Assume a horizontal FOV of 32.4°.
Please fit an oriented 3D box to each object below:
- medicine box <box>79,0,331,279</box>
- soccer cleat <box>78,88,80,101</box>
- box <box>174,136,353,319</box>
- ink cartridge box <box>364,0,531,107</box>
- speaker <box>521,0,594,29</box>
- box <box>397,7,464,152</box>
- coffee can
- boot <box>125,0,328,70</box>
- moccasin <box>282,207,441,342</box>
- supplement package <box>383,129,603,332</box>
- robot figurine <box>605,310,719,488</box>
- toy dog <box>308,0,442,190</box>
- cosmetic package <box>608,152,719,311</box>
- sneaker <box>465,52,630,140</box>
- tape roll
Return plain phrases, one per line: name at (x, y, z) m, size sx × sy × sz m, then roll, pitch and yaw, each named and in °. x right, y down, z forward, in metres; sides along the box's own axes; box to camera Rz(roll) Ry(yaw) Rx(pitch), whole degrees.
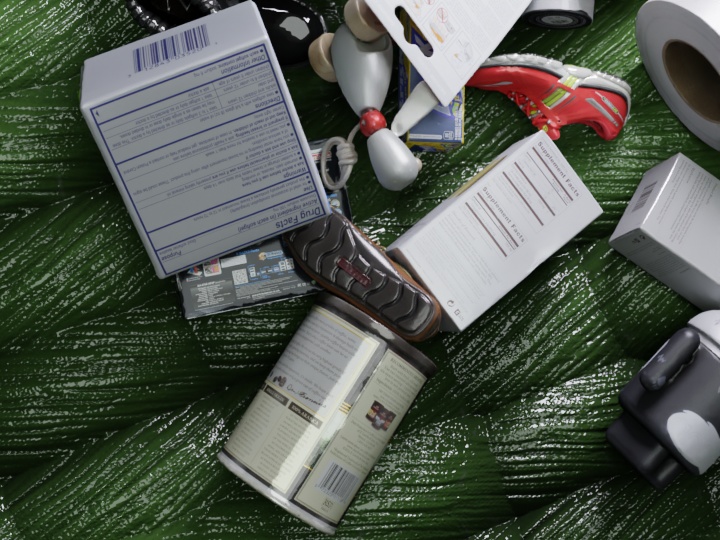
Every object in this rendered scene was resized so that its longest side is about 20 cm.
medicine box at (-0.147, -0.123, 1.183) m, size 0.180 × 0.103 × 0.202 m, roll -20°, pitch 123°, yaw 0°
soccer cleat at (-0.197, -0.162, 1.299) m, size 0.198 × 0.081 × 0.068 m, roll 16°, pitch 126°, yaw 9°
box at (-0.106, -0.044, 1.312) m, size 0.197 × 0.046 × 0.161 m, roll -12°, pitch 89°, yaw -9°
ink cartridge box at (0.083, -0.287, 1.260) m, size 0.160 × 0.047 × 0.201 m, roll 49°, pitch 63°, yaw -22°
speaker at (0.224, -0.374, 1.358) m, size 0.080 × 0.081 × 0.203 m, roll 5°, pitch 87°, yaw -8°
box at (0.076, -0.232, 1.335) m, size 0.063 × 0.070 × 0.203 m, roll 1°, pitch 87°, yaw -8°
coffee can at (-0.034, 0.144, 1.264) m, size 0.146 × 0.146 × 0.201 m, roll 34°, pitch 84°, yaw -6°
boot at (-0.132, -0.253, 1.257) m, size 0.208 × 0.158 × 0.080 m, roll 10°, pitch 98°, yaw -6°
moccasin at (0.001, -0.001, 1.262) m, size 0.200 × 0.078 × 0.074 m, roll 33°, pitch 86°, yaw 14°
supplement package at (0.136, -0.040, 1.314) m, size 0.199 × 0.114 × 0.110 m, roll -39°, pitch 94°, yaw -9°
robot figurine at (0.357, 0.135, 1.330) m, size 0.125 × 0.150 × 0.200 m, roll 44°, pitch 92°, yaw 8°
toy dog at (0.023, -0.181, 1.273) m, size 0.096 × 0.131 × 0.203 m, roll -7°, pitch 92°, yaw -41°
cosmetic package at (0.389, -0.023, 1.359) m, size 0.199 × 0.085 × 0.108 m, roll 36°, pitch 72°, yaw -6°
sneaker at (0.201, -0.186, 1.350) m, size 0.197 × 0.077 × 0.086 m, roll 11°, pitch 92°, yaw -9°
tape roll at (0.409, -0.241, 1.319) m, size 0.139 × 0.203 × 0.204 m, roll -36°, pitch 93°, yaw -8°
